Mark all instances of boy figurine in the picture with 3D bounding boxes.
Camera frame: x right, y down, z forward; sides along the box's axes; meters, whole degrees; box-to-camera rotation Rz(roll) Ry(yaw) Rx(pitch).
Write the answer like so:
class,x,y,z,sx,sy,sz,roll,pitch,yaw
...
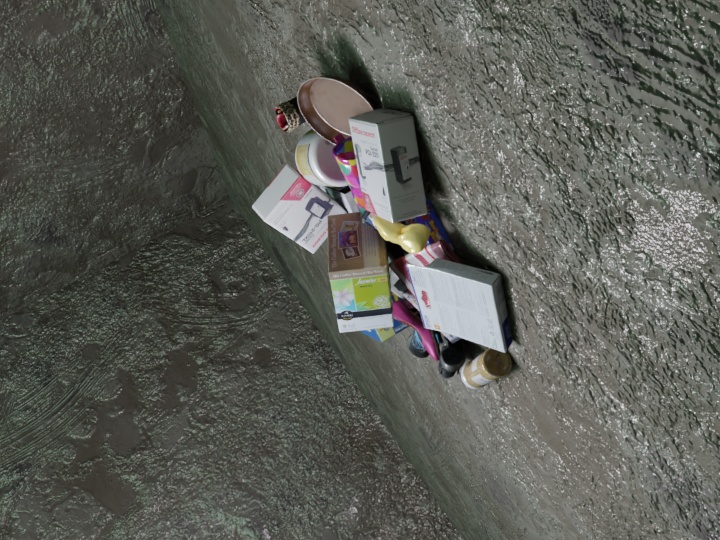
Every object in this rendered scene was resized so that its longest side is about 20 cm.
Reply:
class,x,y,z,sx,sy,sz,roll,pitch,yaw
boy figurine,0.073,-0.089,1.572,0.124,0.065,0.200,26,-177,-31

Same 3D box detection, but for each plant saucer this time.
class,x,y,z,sx,sy,sz,roll,pitch,yaw
plant saucer,-0.040,-0.340,1.600,0.200,0.035,0.200,23,152,13

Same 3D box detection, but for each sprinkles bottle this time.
class,x,y,z,sx,sy,sz,roll,pitch,yaw
sprinkles bottle,0.281,0.222,1.695,0.068,0.068,0.200,58,166,10

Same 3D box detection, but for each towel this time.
class,x,y,z,sx,sy,sz,roll,pitch,yaw
towel,0.155,0.016,1.601,0.144,0.023,0.200,51,148,-10

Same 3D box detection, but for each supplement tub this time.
class,x,y,z,sx,sy,sz,roll,pitch,yaw
supplement tub,-0.075,-0.273,1.794,0.145,0.144,0.200,63,167,-15

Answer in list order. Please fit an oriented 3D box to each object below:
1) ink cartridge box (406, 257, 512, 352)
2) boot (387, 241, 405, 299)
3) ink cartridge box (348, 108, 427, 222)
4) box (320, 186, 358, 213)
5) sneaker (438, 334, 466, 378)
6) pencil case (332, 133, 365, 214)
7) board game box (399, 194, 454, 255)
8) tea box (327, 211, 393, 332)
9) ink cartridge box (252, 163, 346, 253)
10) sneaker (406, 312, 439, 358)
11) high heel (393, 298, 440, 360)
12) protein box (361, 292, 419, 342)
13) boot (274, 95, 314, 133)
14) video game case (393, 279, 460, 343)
class,x,y,z,sx,sy,sz,roll,pitch,yaw
ink cartridge box,0.204,0.065,1.536,0.200,0.041,0.200,16,141,34
boot,0.080,-0.032,1.928,0.182,0.072,0.200,56,172,19
ink cartridge box,0.054,-0.210,1.491,0.146,0.085,0.200,-147,44,-62
box,-0.032,-0.181,2.022,0.117,0.060,0.200,66,166,-22
sneaker,0.220,0.222,1.817,0.200,0.060,0.104,-73,-12,-67
pencil case,0.004,-0.208,1.648,0.088,0.088,0.200,48,168,42
board game box,0.123,-0.091,1.662,0.135,0.045,0.200,62,167,-8
tea box,0.000,0.000,1.732,0.200,0.133,0.197,-94,-5,-47
ink cartridge box,-0.152,-0.155,1.925,0.200,0.145,0.084,34,-172,-46
sneaker,0.172,0.194,2.035,0.082,0.073,0.200,52,165,31
high heel,0.136,0.159,1.923,0.067,0.096,0.200,58,-171,-52
protein box,0.044,0.074,2.120,0.199,0.135,0.200,63,167,-10
boot,-0.125,-0.377,1.743,0.073,0.150,0.200,63,168,-13
video game case,0.175,0.073,1.716,0.200,0.026,0.181,45,159,3
